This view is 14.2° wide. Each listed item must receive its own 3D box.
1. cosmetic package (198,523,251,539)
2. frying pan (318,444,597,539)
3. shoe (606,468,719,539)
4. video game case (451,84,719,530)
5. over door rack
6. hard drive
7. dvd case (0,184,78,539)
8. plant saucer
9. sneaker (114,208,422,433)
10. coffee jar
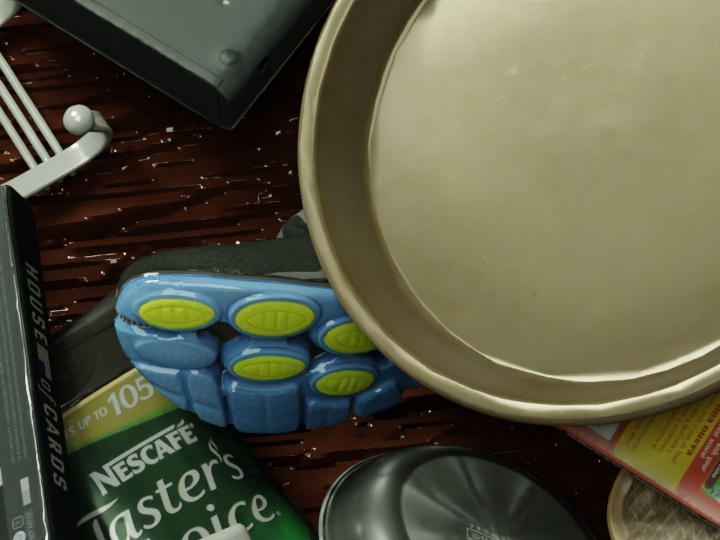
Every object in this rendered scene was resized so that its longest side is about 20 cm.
[{"bbox_3d":[-0.104,0.160,0.923,0.200,0.071,0.102,-25,86,43],"label":"cosmetic package"},{"bbox_3d":[0.027,0.116,0.942,0.115,0.190,0.031,35,124,5],"label":"frying pan"},{"bbox_3d":[0.157,0.025,0.932,0.200,0.053,0.070,-48,54,2],"label":"shoe"},{"bbox_3d":[0.132,0.009,0.906,0.200,0.017,0.143,32,88,32],"label":"video game case"},{"bbox_3d":[-0.212,-0.053,1.067,0.200,0.067,0.148,-34,72,-2],"label":"over door rack"},{"bbox_3d":[-0.046,-0.164,1.068,0.139,0.033,0.200,32,69,14],"label":"hard drive"},{"bbox_3d":[-0.192,0.071,0.973,0.200,0.025,0.150,-24,53,16],"label":"dvd case"},{"bbox_3d":[0.076,-0.047,0.919,0.200,0.029,0.200,-6,74,21],"label":"plant saucer"},{"bbox_3d":[0.000,0.000,0.994,0.199,0.071,0.083,-12,53,-31],"label":"sneaker"},{"bbox_3d":[-0.059,0.106,0.988,0.104,0.085,0.200,-34,72,-15],"label":"coffee jar"}]
